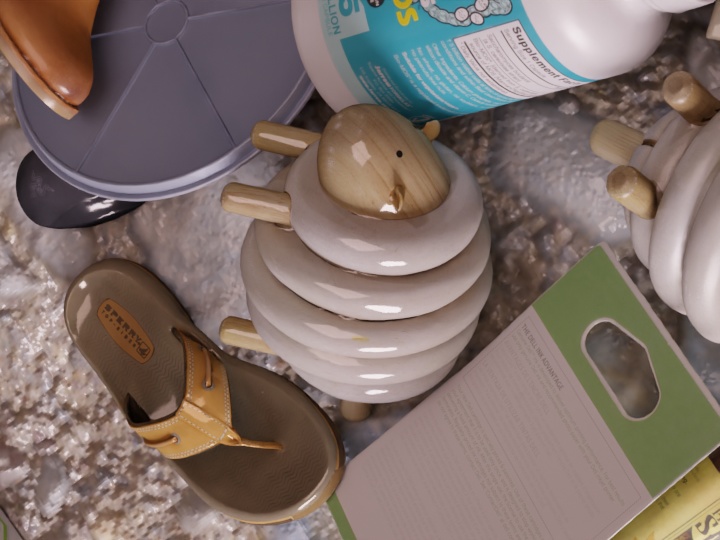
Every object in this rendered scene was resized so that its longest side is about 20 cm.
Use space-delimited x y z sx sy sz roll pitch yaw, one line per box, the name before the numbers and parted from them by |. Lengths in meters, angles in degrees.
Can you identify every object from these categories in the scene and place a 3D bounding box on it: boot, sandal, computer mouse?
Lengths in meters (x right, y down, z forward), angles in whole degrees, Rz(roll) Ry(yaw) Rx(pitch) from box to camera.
boot | -0.128 -0.187 0.939 0.155 0.077 0.200 -24 53 11
sandal | -0.095 0.064 0.945 0.200 0.054 0.080 41 99 23
computer mouse | -0.108 -0.080 0.973 0.200 0.034 0.059 -29 80 15

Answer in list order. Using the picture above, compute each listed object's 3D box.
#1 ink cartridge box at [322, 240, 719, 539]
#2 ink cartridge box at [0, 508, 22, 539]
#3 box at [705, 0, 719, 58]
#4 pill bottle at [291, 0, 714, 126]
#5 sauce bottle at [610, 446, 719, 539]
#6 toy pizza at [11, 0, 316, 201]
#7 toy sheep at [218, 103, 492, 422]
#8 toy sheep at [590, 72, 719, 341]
ink cartridge box | 0.084 0.102 0.866 0.200 0.048 0.146 -41 43 13
ink cartridge box | -0.237 0.161 0.974 0.059 0.104 0.200 -40 78 14
box | 0.230 -0.191 0.837 0.078 0.095 0.200 16 96 16
pill bottle | 0.072 -0.137 0.845 0.200 0.111 0.111 -12 86 39
sauce bottle | 0.177 0.104 0.864 0.200 0.066 0.066 -40 78 15
toy pizza | -0.098 -0.127 0.954 0.200 0.032 0.200 -9 66 21
toy sheep | 0.000 0.000 0.886 0.138 0.138 0.200 22 139 17
toy sheep | 0.186 -0.027 0.811 0.200 0.138 0.138 38 101 34
